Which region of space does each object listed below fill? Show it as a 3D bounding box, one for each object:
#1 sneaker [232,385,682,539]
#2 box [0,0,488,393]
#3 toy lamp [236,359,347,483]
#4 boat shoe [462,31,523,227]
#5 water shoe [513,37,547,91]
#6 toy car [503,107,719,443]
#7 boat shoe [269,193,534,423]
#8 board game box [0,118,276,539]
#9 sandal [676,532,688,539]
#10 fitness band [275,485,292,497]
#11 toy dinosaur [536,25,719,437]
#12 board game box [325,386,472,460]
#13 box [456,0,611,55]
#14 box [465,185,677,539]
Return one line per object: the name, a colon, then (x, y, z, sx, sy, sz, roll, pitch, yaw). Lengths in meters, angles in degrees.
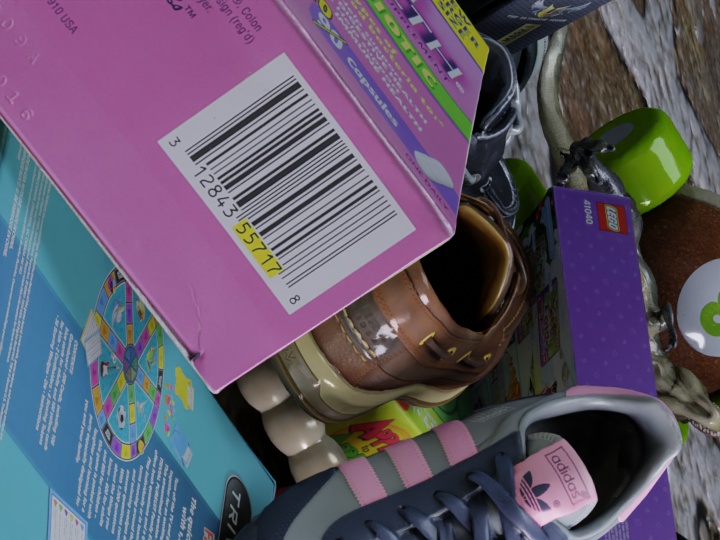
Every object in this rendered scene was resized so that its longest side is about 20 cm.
sneaker: (0.032, 0.083, 1.003, 0.200, 0.082, 0.070, -29, 92, -47)
box: (-0.049, -0.087, 0.971, 0.176, 0.097, 0.200, 53, 16, -13)
toy lamp: (-0.018, 0.067, 1.065, 0.201, 0.058, 0.058, 60, 22, -3)
boat shoe: (0.033, -0.064, 1.161, 0.200, 0.068, 0.072, 47, 28, -55)
water shoe: (0.043, -0.169, 1.412, 0.079, 0.071, 0.201, -59, 132, -58)
toy car: (0.101, 0.055, 1.346, 0.165, 0.157, 0.200, 56, 38, -19)
boat shoe: (0.030, 0.007, 1.075, 0.072, 0.067, 0.200, 62, 22, 4)
board game box: (-0.094, 0.072, 0.932, 0.151, 0.047, 0.200, -84, 153, -42)
sandal: (0.110, 0.129, 1.193, 0.200, 0.075, 0.045, -127, -158, -47)
fitness band: (-0.010, 0.180, 1.117, 0.144, 0.037, 0.201, 29, 50, -61)
toy dinosaur: (0.103, -0.017, 1.269, 0.088, 0.047, 0.201, 2, 69, -75)
board game box: (0.000, 0.000, 1.190, 0.102, 0.047, 0.201, 51, 24, -49)
box: (0.031, -0.185, 1.268, 0.051, 0.157, 0.201, 3, 73, -37)
box: (0.073, 0.087, 1.168, 0.039, 0.137, 0.201, 9, 58, -22)
